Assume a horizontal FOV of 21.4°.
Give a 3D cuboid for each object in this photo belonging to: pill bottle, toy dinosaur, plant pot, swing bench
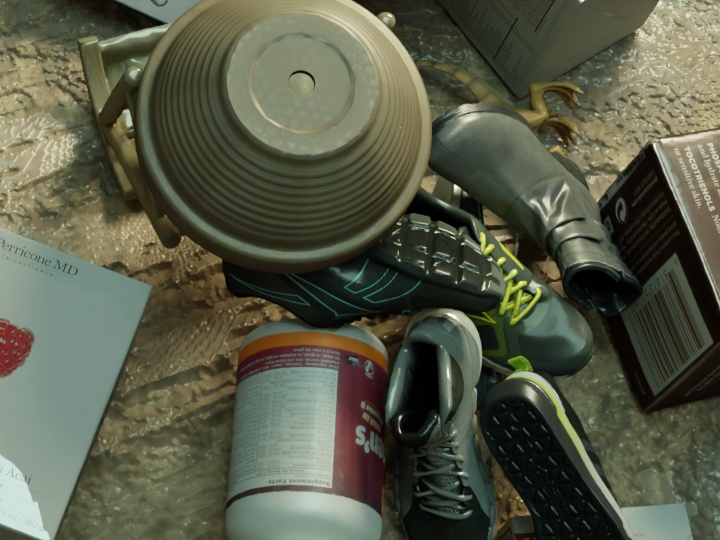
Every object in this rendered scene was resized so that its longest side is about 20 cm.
[{"bbox_3d":[-0.038,0.143,1.329,0.110,0.110,0.200,9,62,-13],"label":"pill bottle"},{"bbox_3d":[0.123,-0.121,1.539,0.106,0.060,0.200,-25,73,-24],"label":"toy dinosaur"},{"bbox_3d":[-0.046,-0.106,1.239,0.201,0.093,0.201,3,73,-9],"label":"plant pot"},{"bbox_3d":[-0.085,-0.121,1.405,0.199,0.200,0.130,-15,108,-13],"label":"swing bench"}]

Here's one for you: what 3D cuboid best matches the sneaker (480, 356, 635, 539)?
[{"bbox_3d":[0.154,0.153,1.352,0.200,0.072,0.083,66,26,-5],"label":"sneaker"}]

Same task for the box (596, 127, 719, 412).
[{"bbox_3d":[0.305,-0.009,1.477,0.200,0.166,0.164,-11,68,-22],"label":"box"}]

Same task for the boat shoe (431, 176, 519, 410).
[{"bbox_3d":[0.083,0.011,1.453,0.062,0.075,0.200,7,64,-12],"label":"boat shoe"}]

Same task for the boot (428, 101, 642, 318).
[{"bbox_3d":[0.133,-0.042,1.404,0.200,0.070,0.132,19,36,-44],"label":"boot"}]

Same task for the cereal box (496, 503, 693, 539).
[{"bbox_3d":[0.187,0.271,1.374,0.144,0.040,0.200,-2,65,-18],"label":"cereal box"}]

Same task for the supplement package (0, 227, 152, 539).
[{"bbox_3d":[-0.236,0.095,1.286,0.121,0.120,0.200,21,60,-5],"label":"supplement package"}]

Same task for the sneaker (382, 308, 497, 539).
[{"bbox_3d":[0.046,0.130,1.323,0.075,0.115,0.200,-4,95,15],"label":"sneaker"}]

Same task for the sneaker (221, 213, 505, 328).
[{"bbox_3d":[0.000,0.000,1.317,0.200,0.079,0.075,14,30,-2],"label":"sneaker"}]

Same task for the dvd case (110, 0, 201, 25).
[{"bbox_3d":[-0.125,-0.261,1.487,0.200,0.025,0.150,24,98,-17],"label":"dvd case"}]

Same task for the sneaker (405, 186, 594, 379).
[{"bbox_3d":[0.082,0.009,1.373,0.200,0.085,0.074,33,76,7],"label":"sneaker"}]

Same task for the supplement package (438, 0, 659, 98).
[{"bbox_3d":[0.147,-0.284,1.575,0.152,0.151,0.200,-32,76,-27],"label":"supplement package"}]
